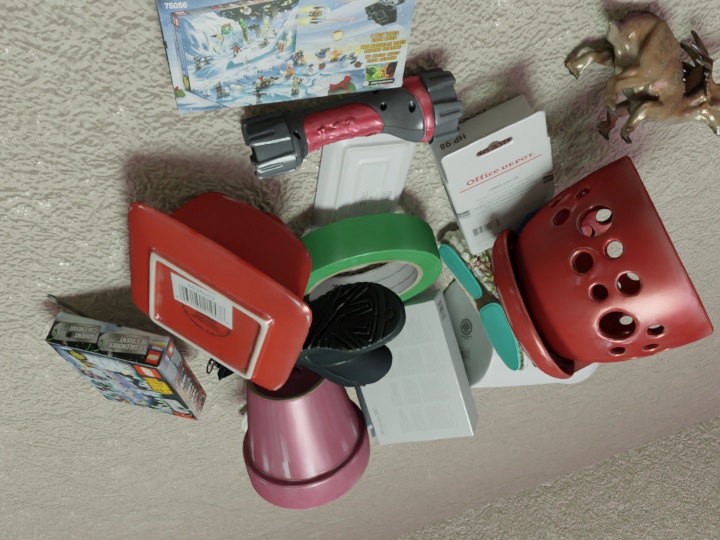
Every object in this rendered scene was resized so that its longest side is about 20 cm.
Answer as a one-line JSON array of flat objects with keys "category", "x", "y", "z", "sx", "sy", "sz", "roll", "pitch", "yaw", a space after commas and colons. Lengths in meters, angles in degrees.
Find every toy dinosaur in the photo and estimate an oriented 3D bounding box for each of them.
[{"category": "toy dinosaur", "x": 0.295, "y": -0.204, "z": 0.625, "sx": 0.135, "sy": 0.086, "sz": 0.200, "roll": -39, "pitch": 127, "yaw": 13}]

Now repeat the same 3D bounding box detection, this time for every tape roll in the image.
[{"category": "tape roll", "x": 0.000, "y": 0.000, "z": 0.762, "sx": 0.196, "sy": 0.049, "sz": 0.201, "roll": -13, "pitch": 158, "yaw": -5}]

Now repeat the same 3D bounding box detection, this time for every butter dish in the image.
[{"category": "butter dish", "x": -0.126, "y": -0.001, "z": 0.653, "sx": 0.198, "sy": 0.149, "sz": 0.200, "roll": 31, "pitch": 144, "yaw": 2}]

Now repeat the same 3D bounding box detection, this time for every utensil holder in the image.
[{"category": "utensil holder", "x": 0.238, "y": 0.089, "z": 0.948, "sx": 0.196, "sy": 0.173, "sz": 0.171, "roll": 1, "pitch": 143, "yaw": -24}]

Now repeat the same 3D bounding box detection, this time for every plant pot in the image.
[{"category": "plant pot", "x": 0.252, "y": 0.005, "z": 0.683, "sx": 0.180, "sy": 0.204, "sz": 0.199, "roll": -25, "pitch": 149, "yaw": 27}, {"category": "plant pot", "x": -0.092, "y": 0.218, "z": 0.940, "sx": 0.196, "sy": 0.201, "sz": 0.182, "roll": -14, "pitch": 121, "yaw": -7}]

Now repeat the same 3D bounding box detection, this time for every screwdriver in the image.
[{"category": "screwdriver", "x": -0.309, "y": 0.078, "z": 0.775, "sx": 0.029, "sy": 0.028, "sz": 0.199, "roll": -52, "pitch": 141, "yaw": -1}]

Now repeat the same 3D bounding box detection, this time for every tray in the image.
[{"category": "tray", "x": 0.003, "y": -0.086, "z": 0.696, "sx": 0.105, "sy": 0.023, "sz": 0.202, "roll": -9, "pitch": 146, "yaw": -17}]

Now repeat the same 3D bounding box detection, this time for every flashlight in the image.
[{"category": "flashlight", "x": -0.006, "y": -0.131, "z": 0.574, "sx": 0.196, "sy": 0.069, "sz": 0.068, "roll": -18, "pitch": -178, "yaw": -11}]

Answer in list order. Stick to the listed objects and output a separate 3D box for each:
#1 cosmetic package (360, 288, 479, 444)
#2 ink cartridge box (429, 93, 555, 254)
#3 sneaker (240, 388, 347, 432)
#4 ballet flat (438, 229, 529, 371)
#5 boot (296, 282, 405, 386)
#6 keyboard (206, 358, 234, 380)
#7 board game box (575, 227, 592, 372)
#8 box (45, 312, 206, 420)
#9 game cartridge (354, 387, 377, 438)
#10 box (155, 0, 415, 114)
[{"category": "cosmetic package", "x": 0.069, "y": 0.140, "z": 0.883, "sx": 0.148, "sy": 0.204, "sz": 0.052, "roll": -13, "pitch": -168, "yaw": 24}, {"category": "ink cartridge box", "x": 0.148, "y": -0.111, "z": 0.691, "sx": 0.114, "sy": 0.068, "sz": 0.201, "roll": -23, "pitch": 148, "yaw": 7}, {"category": "sneaker", "x": -0.112, "y": 0.257, "z": 1.092, "sx": 0.195, "sy": 0.082, "sz": 0.076, "roll": -14, "pitch": 150, "yaw": -6}, {"category": "ballet flat", "x": 0.176, "y": 0.030, "z": 0.811, "sx": 0.063, "sy": 0.203, "sz": 0.076, "roll": -29, "pitch": 178, "yaw": -22}, {"category": "boot", "x": -0.002, "y": 0.086, "z": 0.768, "sx": 0.197, "sy": 0.078, "sz": 0.167, "roll": -18, "pitch": 153, "yaw": 28}, {"category": "keyboard", "x": -0.159, "y": 0.081, "z": 0.862, "sx": 0.103, "sy": 0.040, "sz": 0.201, "roll": -23, "pitch": 156, "yaw": -43}, {"category": "board game box", "x": 0.300, "y": 0.033, "z": 0.874, "sx": 0.101, "sy": 0.204, "sz": 0.019, "roll": -20, "pitch": -172, "yaw": -19}, {"category": "box", "x": -0.278, "y": 0.124, "z": 0.769, "sx": 0.134, "sy": 0.041, "sz": 0.201, "roll": 11, "pitch": 151, "yaw": 6}, {"category": "game cartridge", "x": 0.066, "y": 0.156, "z": 0.981, "sx": 0.040, "sy": 0.135, "sz": 0.200, "roll": 11, "pitch": 135, "yaw": -43}, {"category": "box", "x": -0.055, "y": -0.198, "z": 0.482, "sx": 0.195, "sy": 0.041, "sz": 0.138, "roll": -11, "pitch": 148, "yaw": -14}]
